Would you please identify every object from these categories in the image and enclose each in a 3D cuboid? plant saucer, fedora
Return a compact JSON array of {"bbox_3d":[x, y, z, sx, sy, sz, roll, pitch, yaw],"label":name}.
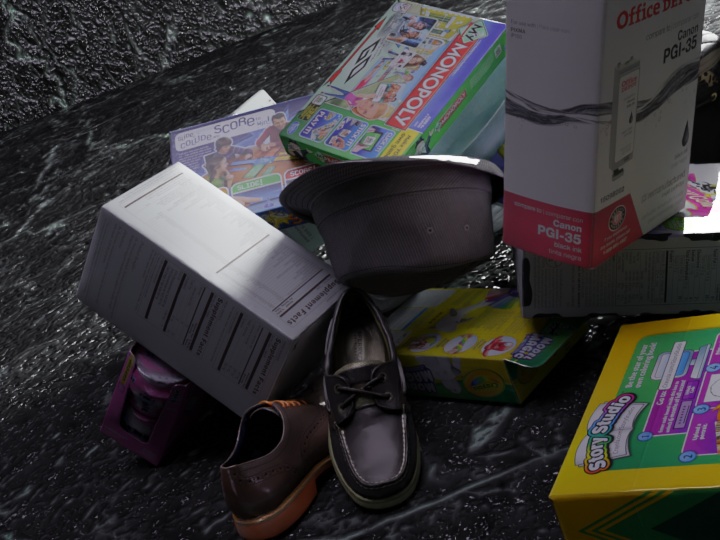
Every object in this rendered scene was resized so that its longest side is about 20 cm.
[{"bbox_3d":[0.099,-0.128,1.112,0.201,0.039,0.201,-45,16,17],"label":"plant saucer"},{"bbox_3d":[0.036,-0.031,0.988,0.200,0.090,0.177,-1,-15,-32],"label":"fedora"}]

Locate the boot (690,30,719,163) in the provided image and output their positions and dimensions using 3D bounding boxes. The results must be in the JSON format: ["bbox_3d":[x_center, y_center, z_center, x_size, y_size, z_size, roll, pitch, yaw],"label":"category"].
[{"bbox_3d":[0.269,-0.111,1.090,0.200,0.151,0.073,-38,35,-7],"label":"boot"}]

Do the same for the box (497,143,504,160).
[{"bbox_3d":[0.220,-0.165,1.116,0.200,0.075,0.050,-45,46,8],"label":"box"}]

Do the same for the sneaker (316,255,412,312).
[{"bbox_3d":[0.000,0.000,1.164,0.200,0.074,0.118,-28,14,35],"label":"sneaker"}]

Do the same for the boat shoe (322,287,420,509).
[{"bbox_3d":[0.000,0.096,0.921,0.073,0.065,0.200,-16,42,1],"label":"boat shoe"}]

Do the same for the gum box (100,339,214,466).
[{"bbox_3d":[-0.160,0.081,1.104,0.066,0.114,0.200,30,38,6],"label":"gum box"}]

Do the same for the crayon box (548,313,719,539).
[{"bbox_3d":[0.233,0.099,0.750,0.172,0.058,0.200,-11,24,32],"label":"crayon box"}]

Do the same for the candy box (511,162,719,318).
[{"bbox_3d":[0.228,-0.028,0.969,0.200,0.072,0.168,-2,23,4],"label":"candy box"}]

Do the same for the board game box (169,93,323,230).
[{"bbox_3d":[-0.082,-0.101,1.128,0.200,0.034,0.135,-14,54,6],"label":"board game box"}]

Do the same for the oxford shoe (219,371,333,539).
[{"bbox_3d":[-0.051,0.128,0.950,0.071,0.073,0.200,-12,23,27],"label":"oxford shoe"}]

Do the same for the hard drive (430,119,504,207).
[{"bbox_3d":[0.157,-0.129,1.193,0.200,0.025,0.132,21,78,17],"label":"hard drive"}]

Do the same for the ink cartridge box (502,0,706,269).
[{"bbox_3d":[0.177,-0.123,0.853,0.083,0.200,0.146,21,35,38],"label":"ink cartridge box"}]

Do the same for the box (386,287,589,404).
[{"bbox_3d":[0.101,0.060,0.996,0.200,0.048,0.117,-3,28,46],"label":"box"}]

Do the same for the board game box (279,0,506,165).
[{"bbox_3d":[0.035,-0.169,1.098,0.135,0.029,0.200,22,63,34],"label":"board game box"}]

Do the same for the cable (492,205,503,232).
[{"bbox_3d":[0.080,-0.074,1.304,0.200,0.069,0.200,-36,25,-29],"label":"cable"}]

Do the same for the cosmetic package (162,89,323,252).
[{"bbox_3d":[-0.130,-0.078,1.304,0.166,0.167,0.200,-39,10,13],"label":"cosmetic package"}]

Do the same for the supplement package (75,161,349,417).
[{"bbox_3d":[-0.126,0.018,1.012,0.200,0.110,0.114,35,38,12],"label":"supplement package"}]
